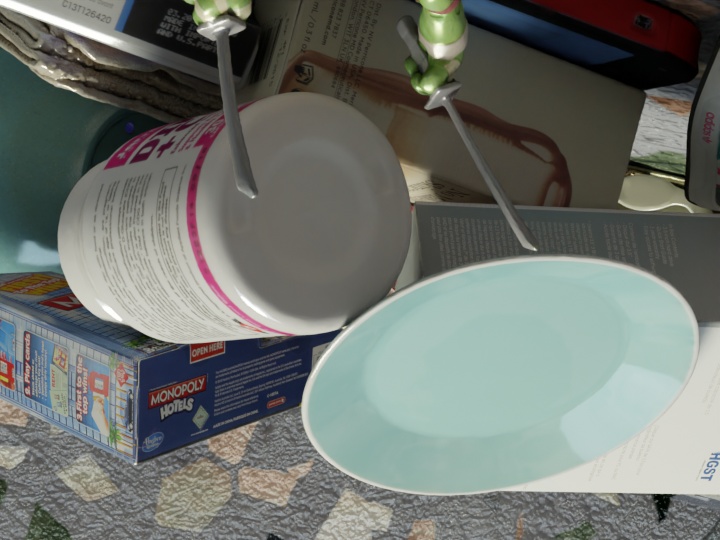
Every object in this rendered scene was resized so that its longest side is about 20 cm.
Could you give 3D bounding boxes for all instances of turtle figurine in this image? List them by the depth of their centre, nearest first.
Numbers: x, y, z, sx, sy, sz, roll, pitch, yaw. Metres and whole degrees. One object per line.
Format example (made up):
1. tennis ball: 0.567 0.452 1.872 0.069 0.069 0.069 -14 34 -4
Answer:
1. turtle figurine: -0.024 -0.117 1.007 0.143 0.201 0.194 -14 -152 -22

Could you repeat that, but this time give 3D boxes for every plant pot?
1. plant pot: -0.171 -0.064 1.391 0.199 0.201 0.134 23 173 -40

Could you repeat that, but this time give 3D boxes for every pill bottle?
1. pill bottle: -0.071 -0.021 1.114 0.113 0.114 0.200 20 166 -28

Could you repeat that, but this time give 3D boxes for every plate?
1. plate: 0.067 0.047 1.095 0.199 0.026 0.201 -8 142 -6

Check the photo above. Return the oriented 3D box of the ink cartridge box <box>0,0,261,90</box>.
1. ink cartridge box: -0.160 -0.171 1.200 0.196 0.047 0.200 18 -162 -18

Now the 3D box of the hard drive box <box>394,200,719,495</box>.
1. hard drive box: 0.116 0.045 1.187 0.198 0.077 0.156 3 140 -9

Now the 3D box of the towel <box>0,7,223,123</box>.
1. towel: -0.119 -0.114 1.261 0.199 0.035 0.132 17 -167 -38

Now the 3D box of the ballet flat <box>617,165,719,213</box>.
1. ballet flat: 0.230 -0.027 1.443 0.199 0.068 0.062 11 160 19

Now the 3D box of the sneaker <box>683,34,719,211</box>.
1. sneaker: 0.241 -0.064 1.180 0.120 0.084 0.200 22 171 14

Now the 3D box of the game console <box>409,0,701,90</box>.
1. game console: 0.066 -0.134 1.186 0.199 0.031 0.177 19 169 -18

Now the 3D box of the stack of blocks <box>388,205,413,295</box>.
1. stack of blocks: 0.000 0.000 1.324 0.114 0.059 0.200 18 172 -4

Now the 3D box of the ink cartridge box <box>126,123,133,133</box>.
1. ink cartridge box: -0.187 -0.086 1.602 0.198 0.044 0.200 42 159 -19

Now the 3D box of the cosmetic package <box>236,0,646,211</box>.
1. cosmetic package: 0.037 -0.084 1.194 0.199 0.088 0.103 18 172 -17

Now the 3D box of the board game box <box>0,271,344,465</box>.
1. board game box: -0.137 0.040 1.291 0.199 0.062 0.199 13 -163 34
